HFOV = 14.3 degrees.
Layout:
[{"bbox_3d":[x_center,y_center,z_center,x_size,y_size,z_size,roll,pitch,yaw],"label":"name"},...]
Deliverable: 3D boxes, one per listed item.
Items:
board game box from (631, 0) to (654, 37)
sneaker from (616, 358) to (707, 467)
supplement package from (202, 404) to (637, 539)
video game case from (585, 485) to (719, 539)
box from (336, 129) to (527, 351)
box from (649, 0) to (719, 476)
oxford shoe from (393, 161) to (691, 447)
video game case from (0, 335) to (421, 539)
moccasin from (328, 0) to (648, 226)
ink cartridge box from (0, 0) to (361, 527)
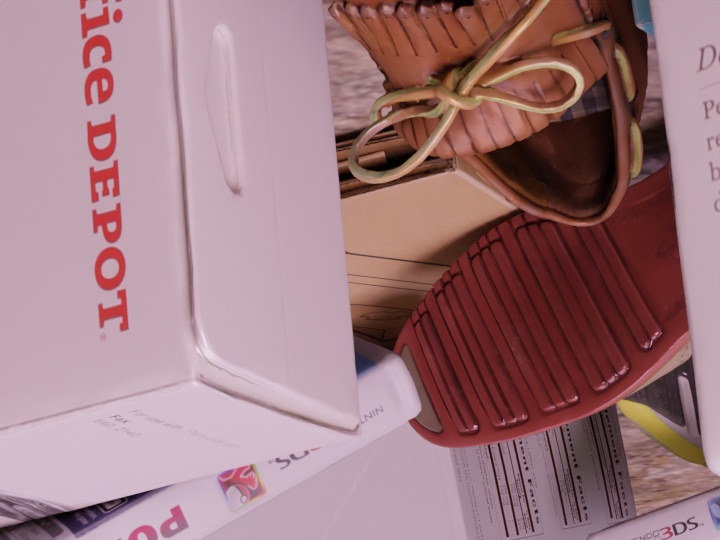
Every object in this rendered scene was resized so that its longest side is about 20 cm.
[{"bbox_3d":[0.192,-0.091,0.755,0.199,0.047,0.151,-17,158,31],"label":"board game box"},{"bbox_3d":[0.162,0.055,1.141,0.199,0.079,0.090,10,159,-40],"label":"sneaker"},{"bbox_3d":[-0.007,0.120,1.113,0.190,0.148,0.200,-13,174,22],"label":"supplement package"},{"bbox_3d":[0.201,0.079,1.073,0.182,0.022,0.200,-23,166,23],"label":"video game case"},{"bbox_3d":[0.000,0.000,1.014,0.163,0.021,0.200,-13,161,23],"label":"box"},{"bbox_3d":[0.208,-0.019,0.692,0.199,0.131,0.199,-19,157,36],"label":"box"},{"bbox_3d":[0.100,0.003,0.938,0.200,0.071,0.075,-30,164,28],"label":"oxford shoe"},{"bbox_3d":[-0.097,0.060,0.843,0.182,0.023,0.200,-29,-163,-16],"label":"video game case"},{"bbox_3d":[0.031,-0.060,0.753,0.073,0.078,0.201,-9,161,12],"label":"moccasin"},{"bbox_3d":[-0.108,-0.010,0.752,0.199,0.147,0.086,-14,158,26],"label":"ink cartridge box"}]
